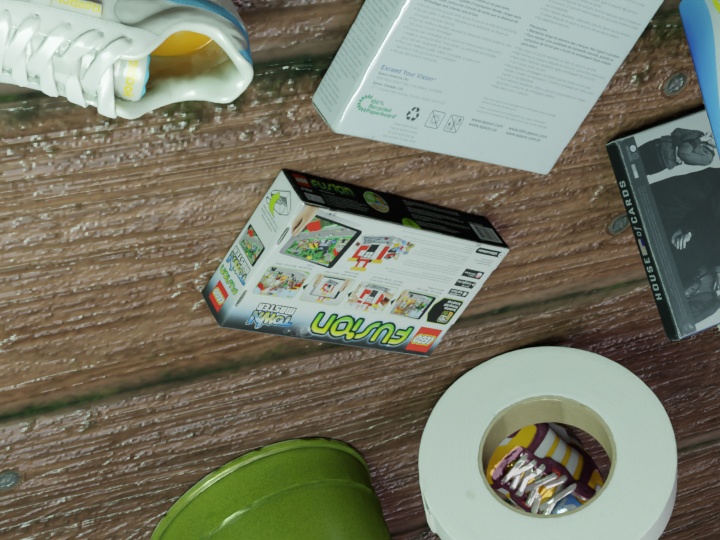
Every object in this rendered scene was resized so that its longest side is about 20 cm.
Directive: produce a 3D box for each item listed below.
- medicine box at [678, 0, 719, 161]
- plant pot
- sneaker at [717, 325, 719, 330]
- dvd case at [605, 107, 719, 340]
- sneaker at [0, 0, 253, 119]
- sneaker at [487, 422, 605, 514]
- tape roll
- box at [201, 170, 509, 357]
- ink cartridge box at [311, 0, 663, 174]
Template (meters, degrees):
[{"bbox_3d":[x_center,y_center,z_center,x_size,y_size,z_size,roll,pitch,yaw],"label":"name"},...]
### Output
[{"bbox_3d":[0.305,-0.155,0.984,0.102,0.184,0.200,14,137,-23],"label":"medicine box"},{"bbox_3d":[-0.041,0.270,1.234,0.198,0.194,0.202,-19,141,-16],"label":"plant pot"},{"bbox_3d":[0.382,0.013,1.242,0.199,0.099,0.070,-29,115,-15],"label":"sneaker"},{"bbox_3d":[0.290,-0.052,1.177,0.198,0.152,0.025,-19,-178,-18],"label":"dvd case"},{"bbox_3d":[-0.147,-0.122,0.817,0.198,0.081,0.077,-6,137,-29],"label":"sneaker"},{"bbox_3d":[0.150,0.171,1.349,0.075,0.090,0.199,-47,141,19],"label":"sneaker"},{"bbox_3d":[0.143,0.151,1.232,0.201,0.204,0.037,-27,143,-8],"label":"tape roll"},{"bbox_3d":[0.000,0.000,1.097,0.199,0.035,0.110,11,125,-43],"label":"box"},{"bbox_3d":[0.093,-0.159,0.986,0.195,0.043,0.201,8,123,-41],"label":"ink cartridge box"}]
